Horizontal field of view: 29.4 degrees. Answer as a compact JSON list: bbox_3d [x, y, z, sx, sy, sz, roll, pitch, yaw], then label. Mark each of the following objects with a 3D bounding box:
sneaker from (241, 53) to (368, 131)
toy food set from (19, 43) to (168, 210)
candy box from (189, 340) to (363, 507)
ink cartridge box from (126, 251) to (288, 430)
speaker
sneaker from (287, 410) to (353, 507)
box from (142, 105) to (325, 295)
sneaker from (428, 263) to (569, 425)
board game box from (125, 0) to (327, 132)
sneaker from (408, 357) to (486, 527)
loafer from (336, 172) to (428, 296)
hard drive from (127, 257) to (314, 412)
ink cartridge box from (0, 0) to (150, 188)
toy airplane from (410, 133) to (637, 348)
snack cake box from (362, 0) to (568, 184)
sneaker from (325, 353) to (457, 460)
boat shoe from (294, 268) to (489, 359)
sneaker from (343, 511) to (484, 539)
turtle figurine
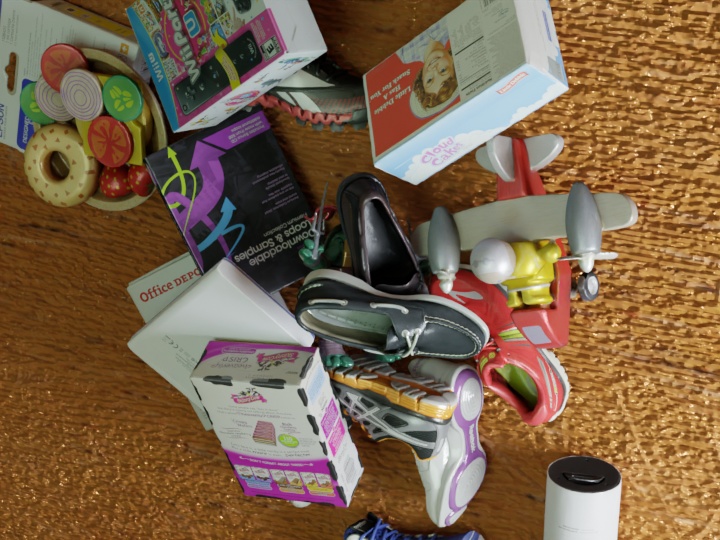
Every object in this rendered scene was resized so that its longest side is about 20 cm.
[{"bbox_3d":[-0.061,-0.209,1.452,0.200,0.071,0.098,18,120,25],"label":"sneaker"},{"bbox_3d":[-0.309,-0.162,1.579,0.199,0.049,0.199,11,115,25],"label":"toy food set"},{"bbox_3d":[-0.089,0.169,1.506,0.136,0.061,0.201,3,134,23],"label":"candy box"},{"bbox_3d":[-0.161,0.067,1.615,0.146,0.083,0.201,-24,97,34],"label":"ink cartridge box"},{"bbox_3d":[0.237,0.304,1.484,0.081,0.081,0.201,10,114,26],"label":"speaker"},{"bbox_3d":[-0.056,0.192,1.616,0.072,0.072,0.201,37,121,21],"label":"sneaker"},{"bbox_3d":[-0.133,-0.066,1.523,0.143,0.036,0.201,-28,98,-10],"label":"box"},{"bbox_3d":[0.143,0.077,1.443,0.200,0.085,0.077,48,123,4],"label":"sneaker"},{"bbox_3d":[-0.142,-0.249,1.412,0.200,0.064,0.148,-27,84,46],"label":"board game box"},{"bbox_3d":[0.089,0.189,1.540,0.099,0.075,0.201,16,113,39],"label":"sneaker"},{"bbox_3d":[0.027,-0.002,1.414,0.072,0.063,0.201,-24,113,-8],"label":"loafer"},{"bbox_3d":[-0.157,0.077,1.515,0.132,0.025,0.200,42,134,-12],"label":"hard drive"},{"bbox_3d":[-0.346,-0.215,1.634,0.199,0.047,0.198,26,122,20],"label":"ink cartridge box"},{"bbox_3d":[0.154,-0.038,1.354,0.199,0.141,0.200,39,129,18],"label":"toy airplane"},{"bbox_3d":[0.098,-0.184,1.340,0.200,0.067,0.115,-31,53,35],"label":"snack cake box"},{"bbox_3d":[0.016,0.145,1.494,0.200,0.078,0.078,21,113,42],"label":"sneaker"},{"bbox_3d":[0.030,0.059,1.391,0.199,0.060,0.076,12,129,5],"label":"boat shoe"},{"bbox_3d":[0.041,0.337,1.611,0.199,0.081,0.115,-33,94,37],"label":"sneaker"},{"bbox_3d":[0.000,0.000,1.491,0.149,0.101,0.201,-1,101,-13],"label":"turtle figurine"}]
